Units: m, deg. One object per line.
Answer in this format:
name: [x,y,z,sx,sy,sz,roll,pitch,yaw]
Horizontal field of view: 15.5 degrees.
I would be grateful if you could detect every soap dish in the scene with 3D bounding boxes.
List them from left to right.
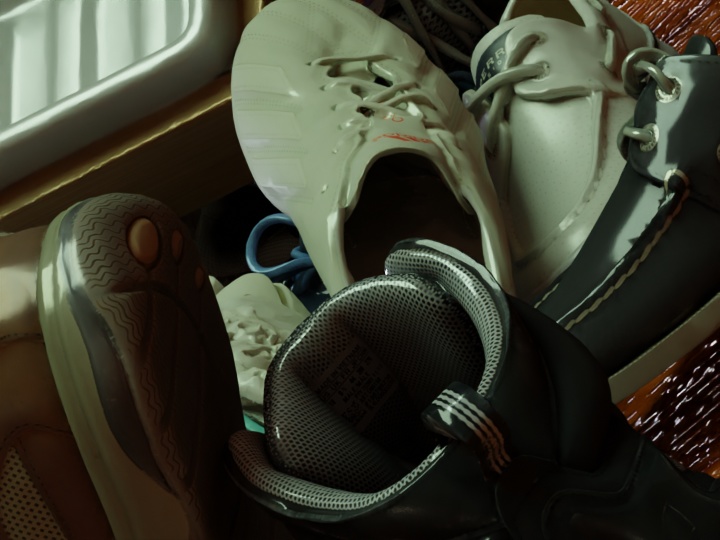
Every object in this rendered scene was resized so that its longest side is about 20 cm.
soap dish: [-0.104,-0.076,0.927,0.200,0.081,0.157,-25,49,26]

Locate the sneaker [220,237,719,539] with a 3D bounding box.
sneaker: [0.024,0.047,0.564,0.075,0.114,0.200,-51,12,-11]

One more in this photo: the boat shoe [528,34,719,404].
boat shoe: [0.089,-0.036,0.669,0.200,0.063,0.073,-43,9,-12]

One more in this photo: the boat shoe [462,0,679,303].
boat shoe: [0.061,-0.044,0.821,0.071,0.070,0.200,-43,13,25]

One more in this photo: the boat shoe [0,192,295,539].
boat shoe: [-0.050,0.077,0.561,0.072,0.200,0.076,-10,24,11]

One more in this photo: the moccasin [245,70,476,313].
moccasin: [0.000,0.000,0.836,0.200,0.080,0.068,-69,-15,-55]

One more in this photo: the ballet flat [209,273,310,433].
ballet flat: [-0.052,0.026,0.744,0.200,0.072,0.072,7,54,52]

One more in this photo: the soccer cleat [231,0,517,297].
soccer cleat: [0.008,-0.023,0.750,0.069,0.078,0.200,-17,48,-4]

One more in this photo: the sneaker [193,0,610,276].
sneaker: [0.010,-0.059,0.935,0.200,0.075,0.115,-46,0,32]

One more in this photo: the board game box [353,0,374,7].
board game box: [-0.004,-0.062,1.080,0.200,0.039,0.158,-39,-13,37]

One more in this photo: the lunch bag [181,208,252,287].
lunch bag: [-0.124,0.066,1.016,0.164,0.118,0.200,-35,14,44]
